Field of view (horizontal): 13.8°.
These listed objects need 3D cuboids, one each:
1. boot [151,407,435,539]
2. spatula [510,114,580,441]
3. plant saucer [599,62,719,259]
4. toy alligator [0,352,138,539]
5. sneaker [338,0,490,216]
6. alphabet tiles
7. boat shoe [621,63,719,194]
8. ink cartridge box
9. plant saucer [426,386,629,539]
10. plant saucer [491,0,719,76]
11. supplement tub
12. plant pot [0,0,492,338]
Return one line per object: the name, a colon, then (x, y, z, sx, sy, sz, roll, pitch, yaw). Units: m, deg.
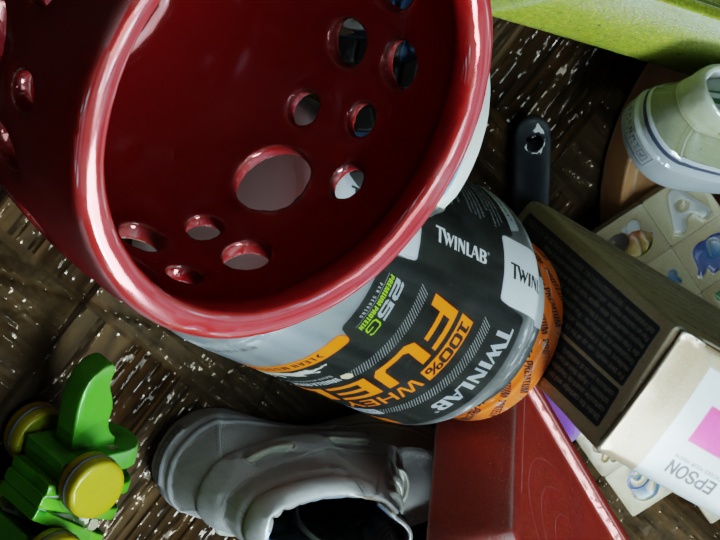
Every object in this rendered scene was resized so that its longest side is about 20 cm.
boot: (-0.004, 0.117, 1.470, 0.200, 0.096, 0.074, 5, 112, -44)
spatula: (0.088, 0.010, 1.538, 0.056, 0.021, 0.200, -7, 118, -8)
plant saucer: (0.212, -0.065, 1.603, 0.200, 0.032, 0.201, -23, 130, -31)
toy alligator: (-0.149, 0.130, 1.372, 0.054, 0.059, 0.200, 17, 103, -47)
sneaker: (0.032, -0.113, 1.318, 0.087, 0.075, 0.200, 36, 49, -60)
alphabet tiles: (0.182, 0.042, 1.593, 0.166, 0.006, 0.200, -33, 119, 6)
boat shoe: (0.222, -0.069, 1.520, 0.200, 0.062, 0.072, -2, 73, -40)
ink cartridge box: (0.169, 0.063, 1.486, 0.200, 0.165, 0.075, 30, 99, -31)
plant saucer: (0.097, 0.148, 1.484, 0.037, 0.200, 0.200, -24, 117, 17)
plant saucer: (0.164, -0.197, 1.439, 0.200, 0.048, 0.200, 11, 99, -46)
supplement tub: (0.000, 0.000, 1.380, 0.200, 0.122, 0.123, 24, 98, -47)
plant pot: (-0.077, -0.099, 1.199, 0.200, 0.182, 0.201, -23, 130, -31)
